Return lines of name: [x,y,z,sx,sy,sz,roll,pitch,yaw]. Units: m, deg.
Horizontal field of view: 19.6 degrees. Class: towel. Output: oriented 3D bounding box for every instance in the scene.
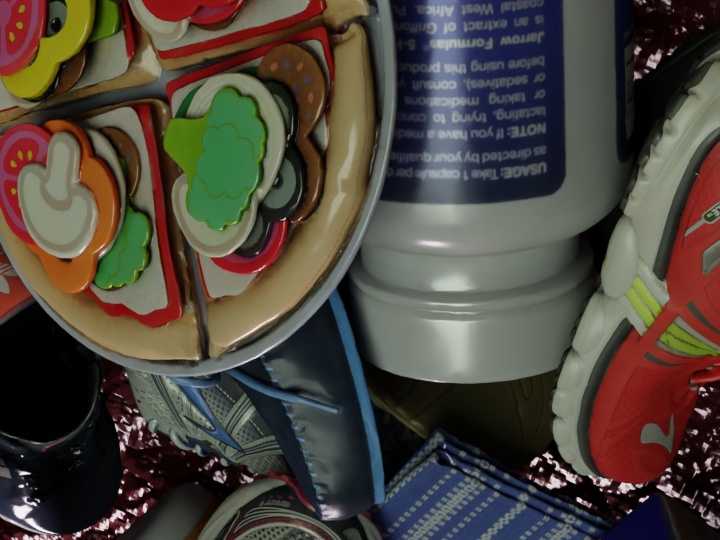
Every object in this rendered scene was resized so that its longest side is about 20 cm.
towel: [0.074,0.145,0.846,0.200,0.024,0.145,27,128,-19]

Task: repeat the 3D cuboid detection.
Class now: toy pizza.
toy pizza: [-0.072,-0.064,0.691,0.200,0.032,0.201,3,95,39]

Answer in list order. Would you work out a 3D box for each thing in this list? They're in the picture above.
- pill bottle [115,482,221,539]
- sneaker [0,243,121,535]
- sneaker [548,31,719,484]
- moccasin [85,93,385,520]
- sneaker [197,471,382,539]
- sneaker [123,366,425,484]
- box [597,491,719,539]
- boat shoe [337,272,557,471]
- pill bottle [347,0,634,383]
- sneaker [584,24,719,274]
pill bottle: [-0.042,0.198,0.908,0.200,0.112,0.112,44,123,-4]
sneaker: [-0.134,0.059,0.857,0.084,0.075,0.200,38,159,38]
sneaker: [0.121,0.015,0.693,0.085,0.077,0.200,28,141,15]
moccasin: [-0.052,0.001,0.755,0.080,0.068,0.200,120,128,-73]
sneaker: [-0.051,0.168,0.800,0.081,0.075,0.200,27,111,3]
sneaker: [-0.047,0.045,0.865,0.200,0.077,0.085,48,133,3]
box: [0.112,0.218,0.803,0.184,0.105,0.200,37,112,-24]
boat shoe: [-0.002,0.001,0.826,0.201,0.063,0.073,40,80,-5]
pill bottle: [0.036,-0.069,0.724,0.120,0.120,0.200,5,111,20]
sneaker: [0.141,-0.054,0.720,0.073,0.082,0.200,39,125,-4]
